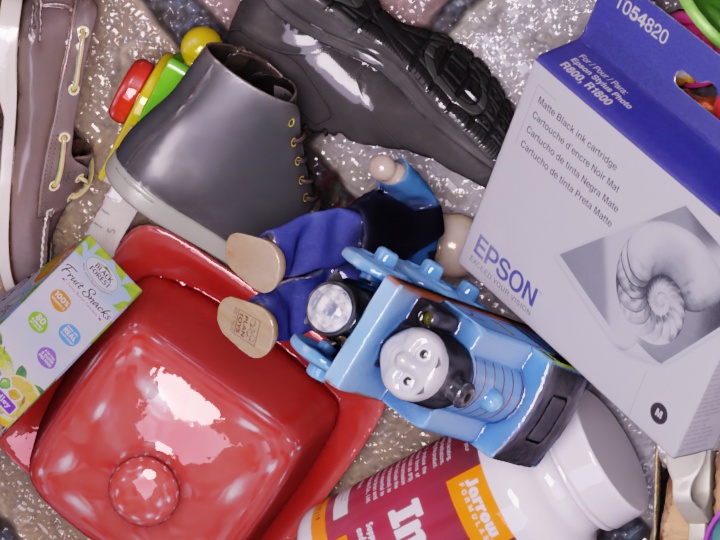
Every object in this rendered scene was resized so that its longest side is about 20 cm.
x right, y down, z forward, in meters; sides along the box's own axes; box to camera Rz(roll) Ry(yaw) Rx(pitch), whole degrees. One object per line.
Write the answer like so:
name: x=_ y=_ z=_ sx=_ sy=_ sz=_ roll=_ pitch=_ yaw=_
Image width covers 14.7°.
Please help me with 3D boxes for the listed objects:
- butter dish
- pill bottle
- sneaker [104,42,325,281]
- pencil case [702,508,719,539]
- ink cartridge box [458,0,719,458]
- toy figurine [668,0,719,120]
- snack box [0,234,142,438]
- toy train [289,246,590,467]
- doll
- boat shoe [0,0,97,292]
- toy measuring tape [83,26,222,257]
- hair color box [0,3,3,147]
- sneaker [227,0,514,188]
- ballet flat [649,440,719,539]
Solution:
butter dish: x=-0.118 y=0.110 z=1.708 sx=0.200 sy=0.148 sz=0.200 roll=35 pitch=112 yaw=-2
pill bottle: x=0.070 y=0.154 z=1.704 sx=0.200 sy=0.113 sz=0.113 roll=-30 pitch=101 yaw=19
sneaker: x=-0.042 y=-0.052 z=1.642 sx=0.200 sy=0.075 sz=0.106 roll=26 pitch=114 yaw=-35
pencil case: x=0.291 y=0.207 z=1.632 sx=0.092 sy=0.085 sz=0.200 roll=-48 pitch=111 yaw=-8
ink cartridge box: x=0.156 y=-0.032 z=1.550 sx=0.200 sy=0.041 sz=0.200 roll=43 pitch=127 yaw=35
toy figurine: x=0.186 y=-0.053 z=1.611 sx=0.184 sy=0.150 sz=0.200 roll=-41 pitch=89 yaw=30
snack box: x=-0.230 y=0.066 z=1.670 sx=0.053 sy=0.142 sz=0.200 roll=47 pitch=146 yaw=-10
toy train: x=0.046 y=0.049 z=1.580 sx=0.114 sy=0.200 sz=0.087 roll=34 pitch=96 yaw=29
doll: x=0.000 y=0.000 z=1.633 sx=0.048 sy=0.200 sz=0.137 roll=24 pitch=116 yaw=36
boat shoe: x=-0.192 y=-0.075 z=1.701 sx=0.059 sy=0.072 sz=0.201 roll=1 pitch=116 yaw=-5
toy measuring tape: x=-0.132 y=-0.066 z=1.694 sx=0.073 sy=0.074 sz=0.200 roll=29 pitch=114 yaw=0
hair color box: x=-0.278 y=-0.162 z=1.692 sx=0.111 sy=0.064 sz=0.201 roll=3 pitch=110 yaw=9
sneaker: x=0.008 y=-0.109 z=1.657 sx=0.200 sy=0.076 sz=0.091 roll=39 pitch=122 yaw=3
ballet flat: x=0.201 y=0.153 z=1.663 sx=0.070 sy=0.071 sz=0.201 roll=2 pitch=82 yaw=10
